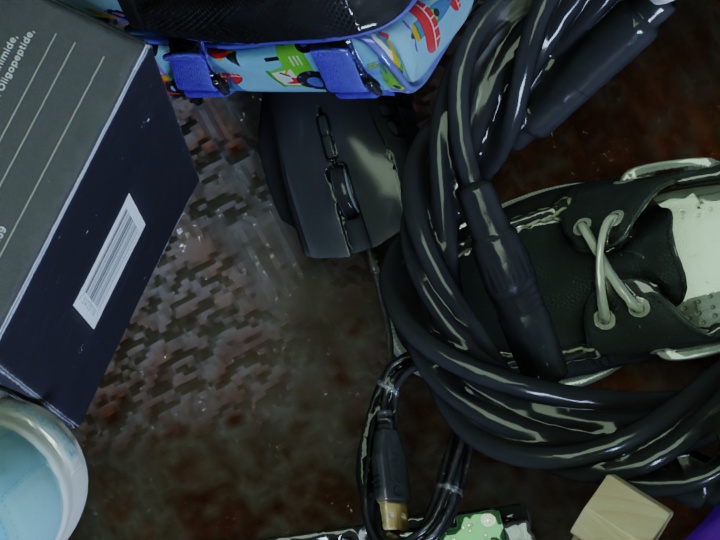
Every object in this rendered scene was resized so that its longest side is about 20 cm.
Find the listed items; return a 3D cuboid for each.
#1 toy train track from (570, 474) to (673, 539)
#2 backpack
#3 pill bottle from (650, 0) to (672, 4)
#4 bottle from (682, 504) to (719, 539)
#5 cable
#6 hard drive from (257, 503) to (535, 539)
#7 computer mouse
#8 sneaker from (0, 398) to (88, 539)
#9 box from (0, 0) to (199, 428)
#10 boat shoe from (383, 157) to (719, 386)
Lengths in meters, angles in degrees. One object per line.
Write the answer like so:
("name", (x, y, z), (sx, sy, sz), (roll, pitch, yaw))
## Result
("toy train track", (0.034, 0.154, 0.734), (0.115, 0.033, 0.200), (32, 95, 16))
("backpack", (-0.058, -0.145, 0.789), (0.200, 0.135, 0.183), (0, 39, 26))
("pill bottle", (0.074, -0.186, 0.685), (0.119, 0.120, 0.200), (-33, 96, -6))
("bottle", (0.179, 0.092, 0.793), (0.200, 0.065, 0.084), (-21, 78, -4))
("cable", (0.097, -0.028, 0.765), (0.163, 0.051, 0.200), (17, 90, 8))
("hard drive", (-0.031, 0.160, 0.793), (0.200, 0.038, 0.140), (-9, 80, -1))
("computer mouse", (0.000, 0.000, 0.802), (0.059, 0.034, 0.200), (-19, 65, 15))
("sneaker", (-0.165, 0.125, 0.741), (0.074, 0.082, 0.200), (36, 113, 8))
("box", (-0.159, -0.043, 0.749), (0.182, 0.200, 0.104), (25, 82, 4))
("boat shoe", (0.106, -0.005, 0.813), (0.200, 0.060, 0.076), (-15, 81, -2))
